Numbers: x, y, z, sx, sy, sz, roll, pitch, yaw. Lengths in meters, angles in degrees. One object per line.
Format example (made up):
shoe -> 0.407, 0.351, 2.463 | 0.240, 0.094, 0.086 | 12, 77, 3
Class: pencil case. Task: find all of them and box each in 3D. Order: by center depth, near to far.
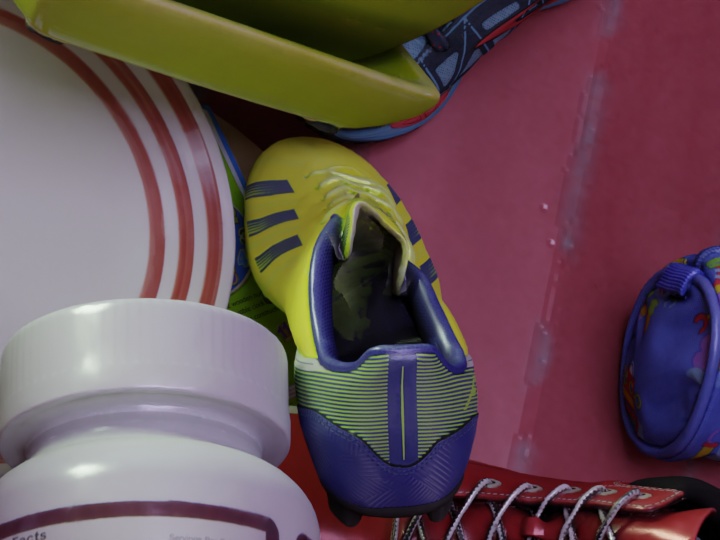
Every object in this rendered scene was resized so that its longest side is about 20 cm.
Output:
pencil case -> 0.199, 0.034, 1.008 | 0.199, 0.078, 0.087 | 2, 94, -21

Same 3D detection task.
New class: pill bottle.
pill bottle -> -0.065, 0.118, 0.777 | 0.109, 0.110, 0.201 | 7, 63, -19

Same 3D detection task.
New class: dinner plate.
dinner plate -> -0.135, -0.024, 0.874 | 0.199, 0.024, 0.201 | 13, 62, -27

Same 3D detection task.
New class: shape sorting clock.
shape sorting clock -> -0.090, 0.019, 0.923 | 0.199, 0.039, 0.201 | 12, 65, -27

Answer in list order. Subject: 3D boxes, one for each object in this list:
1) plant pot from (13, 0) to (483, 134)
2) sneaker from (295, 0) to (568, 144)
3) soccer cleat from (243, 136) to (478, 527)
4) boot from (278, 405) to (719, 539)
plant pot -> -0.039, -0.171, 0.894 | 0.198, 0.182, 0.200 | 15, 26, -41
sneaker -> 0.045, -0.126, 0.999 | 0.200, 0.096, 0.079 | -39, 87, -29
soccer cleat -> 0.001, 0.000, 0.868 | 0.064, 0.084, 0.200 | -4, 34, -9
boot -> 0.035, 0.083, 0.869 | 0.199, 0.144, 0.073 | 15, 75, -27
